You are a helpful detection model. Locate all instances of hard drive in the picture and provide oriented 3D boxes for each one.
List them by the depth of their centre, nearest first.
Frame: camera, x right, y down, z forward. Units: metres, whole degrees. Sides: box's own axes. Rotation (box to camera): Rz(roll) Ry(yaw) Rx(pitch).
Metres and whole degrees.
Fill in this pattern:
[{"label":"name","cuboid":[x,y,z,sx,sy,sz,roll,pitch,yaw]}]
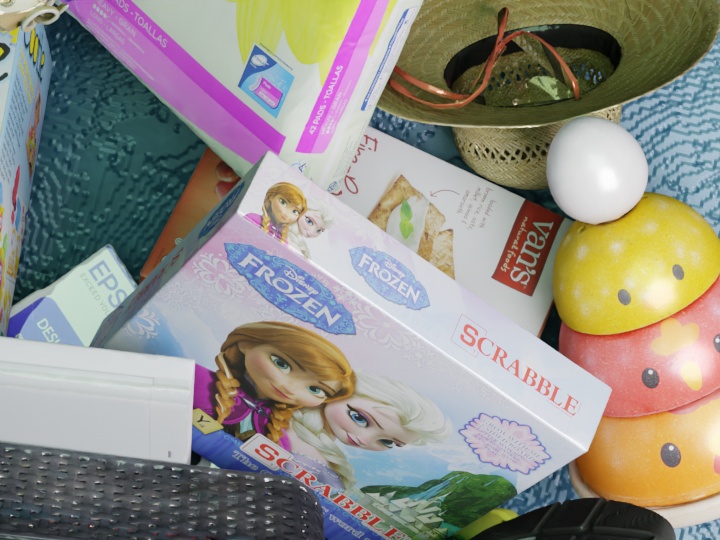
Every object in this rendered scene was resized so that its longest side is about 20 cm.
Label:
[{"label":"hard drive","cuboid":[-0.182,0.069,1.097,0.198,0.132,0.026,6,61,-2]}]

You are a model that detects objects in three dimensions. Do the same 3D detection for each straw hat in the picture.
[{"label":"straw hat","cuboid":[0.091,-0.091,1.179,0.199,0.202,0.086,-10,124,-1]}]

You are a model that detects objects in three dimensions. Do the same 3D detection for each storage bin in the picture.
[{"label":"storage bin","cuboid":[-0.120,0.171,1.080,0.198,0.094,0.136,7,112,-6]}]

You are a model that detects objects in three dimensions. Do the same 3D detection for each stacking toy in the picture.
[{"label":"stacking toy","cuboid":[0.138,0.014,1.107,0.145,0.146,0.201,-31,115,-4]}]

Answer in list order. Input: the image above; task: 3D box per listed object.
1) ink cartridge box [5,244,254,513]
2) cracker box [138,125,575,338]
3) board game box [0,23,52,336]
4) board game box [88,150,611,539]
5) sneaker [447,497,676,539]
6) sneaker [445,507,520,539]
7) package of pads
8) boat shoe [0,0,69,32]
[{"label":"ink cartridge box","cuboid":[-0.159,0.123,1.177,0.199,0.043,0.199,-33,85,-5]},{"label":"cracker box","cuboid":[0.000,0.000,1.168,0.199,0.058,0.135,25,65,2]},{"label":"board game box","cuboid":[-0.226,-0.046,1.142,0.102,0.105,0.202,6,66,1]},{"label":"board game box","cuboid":[-0.014,0.053,1.086,0.199,0.199,0.041,34,54,-11]},{"label":"sneaker","cuboid":[0.086,0.182,1.076,0.200,0.076,0.116,-19,104,40]},{"label":"sneaker","cuboid":[0.084,0.223,1.163,0.083,0.074,0.201,-20,89,27]},{"label":"package of pads","cuboid":[-0.061,-0.155,1.117,0.200,0.068,0.155,42,123,28]},{"label":"boat shoe","cuboid":[-0.200,-0.132,1.092,0.199,0.073,0.064,-10,105,-11]}]
